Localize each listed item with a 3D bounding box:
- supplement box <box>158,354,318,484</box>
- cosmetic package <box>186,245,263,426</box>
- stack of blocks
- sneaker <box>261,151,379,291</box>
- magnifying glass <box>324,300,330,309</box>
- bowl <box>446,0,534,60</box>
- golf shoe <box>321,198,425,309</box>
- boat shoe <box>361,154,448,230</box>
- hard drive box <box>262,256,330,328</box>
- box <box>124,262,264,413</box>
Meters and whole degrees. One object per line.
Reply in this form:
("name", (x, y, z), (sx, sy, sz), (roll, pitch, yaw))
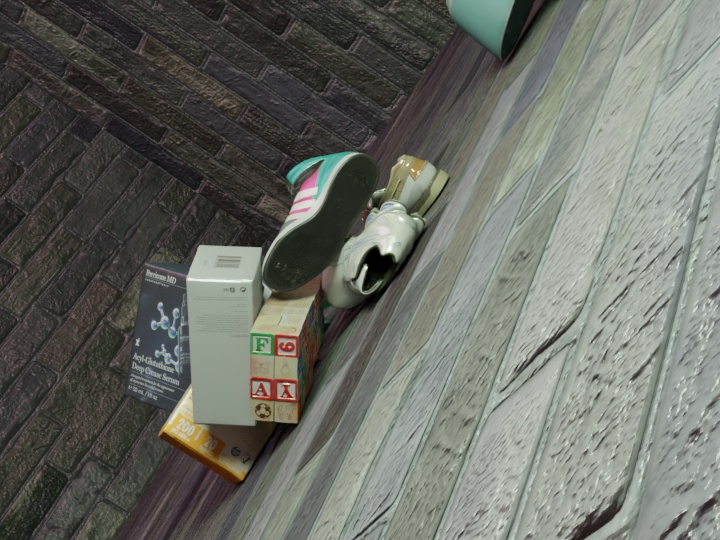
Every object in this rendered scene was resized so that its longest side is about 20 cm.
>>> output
("supplement box", (-0.163, 0.168, 1.635), (0.200, 0.126, 0.074), (-59, 5, -19))
("cosmetic package", (-0.163, 0.081, 1.505), (0.108, 0.085, 0.200), (-87, -1, -67))
("stack of blocks", (-0.089, 0.092, 1.516), (0.200, 0.059, 0.115), (-70, -17, -68))
("sneaker", (-0.068, -0.069, 1.531), (0.200, 0.084, 0.121), (-52, 24, -5))
("magnifying glass", (-0.042, 0.034, 1.661), (0.080, 0.022, 0.200), (-47, 16, -29))
("bowl", (0.191, -0.411, 1.739), (0.201, 0.105, 0.201), (23, -90, -79))
("golf shoe", (0.000, 0.000, 1.490), (0.200, 0.078, 0.097), (-52, 13, 45))
("boat shoe", (0.038, -0.077, 1.611), (0.200, 0.068, 0.075), (-52, 7, 38))
("hard drive box", (-0.167, 0.103, 1.824), (0.200, 0.156, 0.077), (-53, -23, 19))
("box", (-0.238, 0.100, 1.747), (0.107, 0.148, 0.200), (4, -83, -50))
